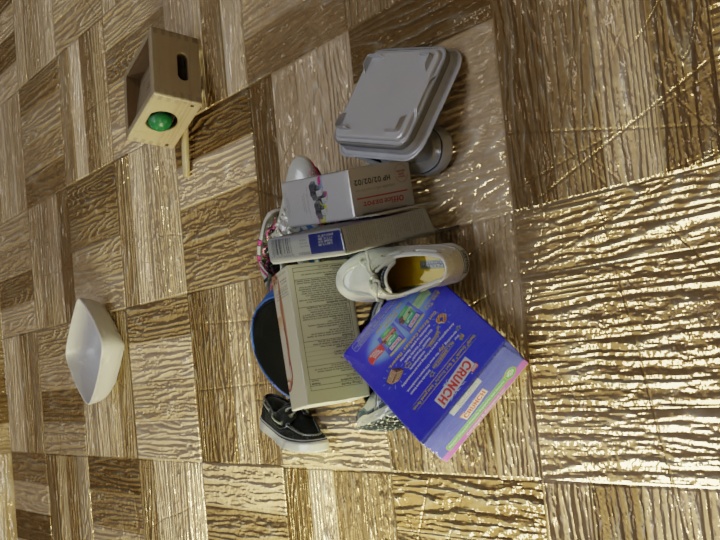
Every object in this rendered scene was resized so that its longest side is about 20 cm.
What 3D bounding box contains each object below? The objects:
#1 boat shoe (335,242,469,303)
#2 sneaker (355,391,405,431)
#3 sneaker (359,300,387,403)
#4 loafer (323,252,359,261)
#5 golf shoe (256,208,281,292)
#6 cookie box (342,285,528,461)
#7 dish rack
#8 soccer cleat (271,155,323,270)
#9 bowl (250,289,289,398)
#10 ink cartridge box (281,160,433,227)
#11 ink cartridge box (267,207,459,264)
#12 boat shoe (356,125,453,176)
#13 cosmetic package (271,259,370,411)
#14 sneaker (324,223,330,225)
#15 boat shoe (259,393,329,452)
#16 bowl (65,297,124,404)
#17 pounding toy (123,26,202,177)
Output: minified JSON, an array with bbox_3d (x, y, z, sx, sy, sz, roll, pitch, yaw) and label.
[{"bbox_3d":[0.038,0.008,1.430,0.199,0.086,0.076,-5,94,33],"label":"boat shoe"},{"bbox_3d":[0.060,0.166,1.573,0.199,0.077,0.088,-40,53,39],"label":"sneaker"},{"bbox_3d":[0.016,0.095,1.622,0.090,0.069,0.204,35,123,45],"label":"sneaker"},{"bbox_3d":[0.000,0.000,1.643,0.199,0.071,0.064,-162,74,-64],"label":"loafer"},{"bbox_3d":[-0.143,-0.032,1.804,0.202,0.071,0.093,92,153,-47],"label":"golf shoe"},{"bbox_3d":[0.095,0.117,1.441,0.172,0.075,0.200,-49,45,4],"label":"cookie box"},{"bbox_3d":[0.042,-0.240,1.523,0.199,0.043,0.174,13,75,54],"label":"dish rack"},{"bbox_3d":[-0.098,-0.068,1.656,0.069,0.085,0.204,13,110,45],"label":"soccer cleat"},{"bbox_3d":[-0.095,0.121,1.746,0.198,0.039,0.204,18,121,32],"label":"bowl"},{"bbox_3d":[-0.006,-0.108,1.520,0.198,0.114,0.069,-4,98,51],"label":"ink cartridge box"},{"bbox_3d":[0.001,-0.052,1.518,0.195,0.197,0.044,-7,97,55],"label":"ink cartridge box"},{"bbox_3d":[0.051,-0.171,1.556,0.199,0.064,0.075,5,96,55],"label":"boat shoe"},{"bbox_3d":[-0.060,0.094,1.598,0.087,0.101,0.204,148,115,-66],"label":"cosmetic package"},{"bbox_3d":[-0.049,-0.085,1.711,0.199,0.076,0.090,-23,82,56],"label":"sneaker"},{"bbox_3d":[-0.116,0.253,1.829,0.199,0.070,0.065,15,106,56],"label":"boat shoe"},{"bbox_3d":[-0.615,0.186,2.561,0.201,0.073,0.202,52,133,41],"label":"bowl"},{"bbox_3d":[-0.372,-0.323,2.137,0.184,0.140,0.203,-43,48,48],"label":"pounding toy"}]
